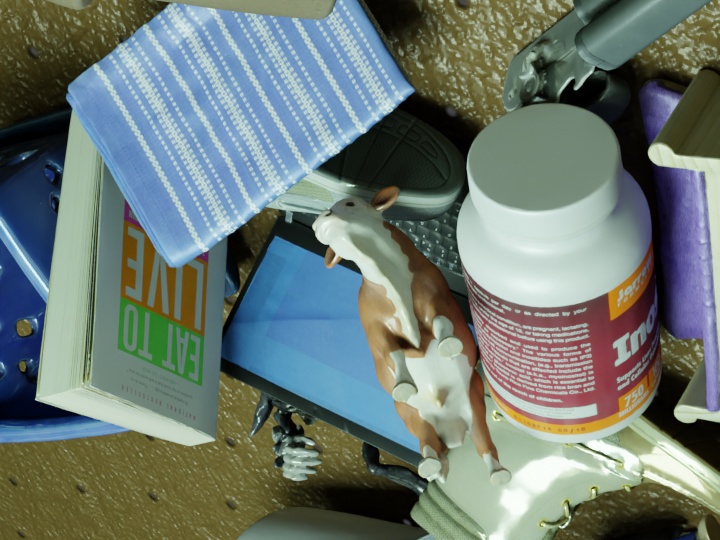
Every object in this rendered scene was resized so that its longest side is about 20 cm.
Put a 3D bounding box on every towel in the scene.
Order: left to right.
[{"bbox_3d":[-0.079,-0.111,1.006,0.200,0.024,0.145,-35,78,21],"label":"towel"}]

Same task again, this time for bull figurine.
[{"bbox_3d":[0.034,0.045,0.989,0.065,0.122,0.200,-24,129,6],"label":"bull figurine"}]

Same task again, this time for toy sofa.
[{"bbox_3d":[0.202,-0.009,0.946,0.097,0.083,0.200,10,131,28],"label":"toy sofa"}]

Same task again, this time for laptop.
[{"bbox_3d":[0.000,0.000,1.086,0.177,0.103,0.200,24,137,16],"label":"laptop"}]

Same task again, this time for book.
[{"bbox_3d":[-0.143,0.003,1.089,0.048,0.201,0.134,-15,154,33],"label":"book"}]

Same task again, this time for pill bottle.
[{"bbox_3d":[0.118,0.003,0.972,0.113,0.113,0.200,15,145,25],"label":"pill bottle"}]

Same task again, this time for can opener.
[{"bbox_3d":[0.152,-0.133,0.910,0.067,0.053,0.200,20,147,-28],"label":"can opener"}]

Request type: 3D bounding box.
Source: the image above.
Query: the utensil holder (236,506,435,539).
[{"bbox_3d":[0.001,0.271,1.254,0.200,0.170,0.170,2,128,52],"label":"utensil holder"}]

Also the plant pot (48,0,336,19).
[{"bbox_3d":[-0.080,-0.220,0.903,0.174,0.201,0.200,20,138,-4],"label":"plant pot"}]

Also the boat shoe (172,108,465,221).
[{"bbox_3d":[-0.028,-0.065,1.044,0.201,0.075,0.065,9,141,19],"label":"boat shoe"}]

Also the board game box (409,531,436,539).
[{"bbox_3d":[0.055,0.288,1.154,0.026,0.200,0.201,2,107,52],"label":"board game box"}]

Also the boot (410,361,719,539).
[{"bbox_3d":[0.143,0.149,1.083,0.200,0.072,0.155,29,100,20],"label":"boot"}]

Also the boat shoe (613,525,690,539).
[{"bbox_3d":[0.232,0.272,1.192,0.093,0.075,0.200,-14,108,48],"label":"boat shoe"}]

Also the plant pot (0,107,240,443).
[{"bbox_3d":[-0.219,-0.009,1.181,0.200,0.180,0.200,-9,120,42],"label":"plant pot"}]

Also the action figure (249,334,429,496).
[{"bbox_3d":[-0.011,0.095,1.174,0.200,0.102,0.119,27,93,7],"label":"action figure"}]

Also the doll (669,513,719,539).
[{"bbox_3d":[0.147,0.225,1.095,0.200,0.136,0.049,-26,102,29],"label":"doll"}]
